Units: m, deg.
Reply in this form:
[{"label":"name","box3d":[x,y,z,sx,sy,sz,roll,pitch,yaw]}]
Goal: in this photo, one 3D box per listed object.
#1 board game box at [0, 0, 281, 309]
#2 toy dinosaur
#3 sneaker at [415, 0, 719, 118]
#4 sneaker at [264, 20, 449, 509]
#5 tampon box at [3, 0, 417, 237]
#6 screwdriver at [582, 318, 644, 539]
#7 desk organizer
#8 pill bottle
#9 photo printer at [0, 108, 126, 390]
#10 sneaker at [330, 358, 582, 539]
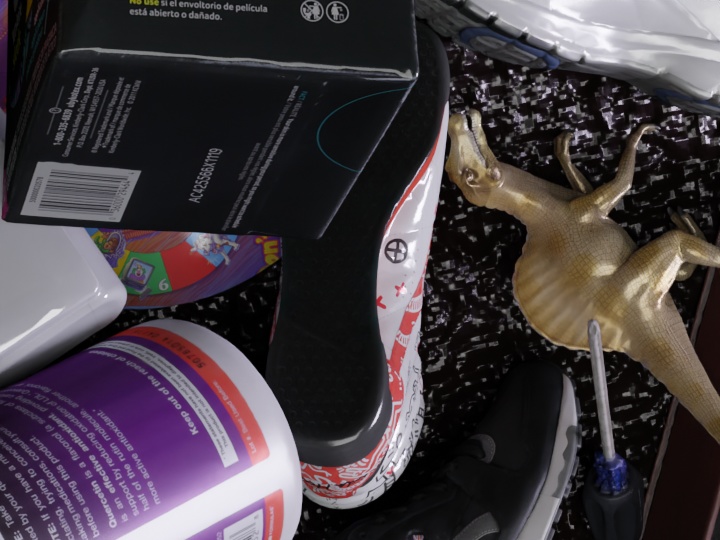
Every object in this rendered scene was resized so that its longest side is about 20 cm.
[{"label":"board game box","box3d":[-0.087,-0.076,1.125,0.157,0.039,0.201,0,105,-11]},{"label":"toy dinosaur","box3d":[0.117,0.004,1.156,0.101,0.058,0.200,-36,77,-24]},{"label":"sneaker","box3d":[0.103,-0.123,1.145,0.199,0.074,0.087,13,89,-21]},{"label":"sneaker","box3d":[-0.001,0.000,1.150,0.067,0.108,0.202,6,67,7]},{"label":"tampon box","box3d":[-0.062,-0.133,1.007,0.126,0.150,0.201,3,67,-14]},{"label":"screwdriver","box3d":[0.102,0.073,1.144,0.028,0.200,0.029,33,74,24]},{"label":"desk organizer","box3d":[0.185,0.058,1.193,0.071,0.077,0.201,11,102,-13]},{"label":"pill bottle","box3d":[-0.125,0.101,1.033,0.200,0.112,0.113,-26,111,-40]},{"label":"photo printer","box3d":[-0.213,-0.023,1.066,0.166,0.069,0.200,-34,80,-8]},{"label":"sneaker","box3d":[0.030,0.116,1.148,0.087,0.076,0.201,24,65,-6]}]
